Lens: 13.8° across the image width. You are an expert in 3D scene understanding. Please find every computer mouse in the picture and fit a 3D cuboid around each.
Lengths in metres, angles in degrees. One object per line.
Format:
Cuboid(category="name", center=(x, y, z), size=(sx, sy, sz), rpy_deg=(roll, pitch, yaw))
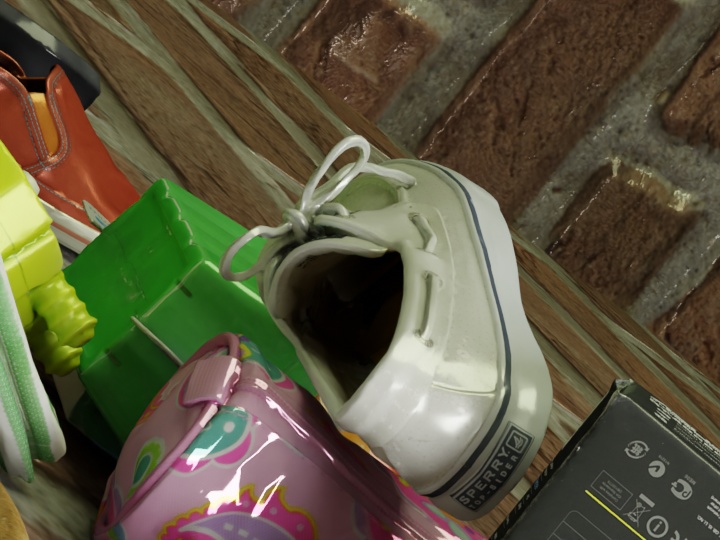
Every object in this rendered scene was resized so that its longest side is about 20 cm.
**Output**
Cuboid(category="computer mouse", center=(-0.186, -0.101, 1.480), size=(0.138, 0.053, 0.200), rpy_deg=(38, -5, -20))

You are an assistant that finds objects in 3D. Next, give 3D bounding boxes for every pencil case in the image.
Cuboid(category="pencil case", center=(0.011, 0.105, 0.946), size=(0.200, 0.088, 0.087), rpy_deg=(37, 6, -10))

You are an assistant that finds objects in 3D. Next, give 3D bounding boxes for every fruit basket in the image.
Cuboid(category="fruit basket", center=(-0.028, 0.070, 1.083), size=(0.200, 0.094, 0.185), rpy_deg=(53, 1, -22))

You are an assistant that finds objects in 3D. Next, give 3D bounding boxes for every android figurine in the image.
Cuboid(category="android figurine", center=(-0.154, -0.049, 0.991), size=(0.200, 0.041, 0.182), rpy_deg=(52, -18, 6))

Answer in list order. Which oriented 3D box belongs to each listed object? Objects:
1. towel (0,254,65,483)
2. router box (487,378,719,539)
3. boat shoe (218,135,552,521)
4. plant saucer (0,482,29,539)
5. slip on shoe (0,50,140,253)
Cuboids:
Cuboid(category="towel", center=(-0.163, -0.040, 0.934), size=(0.200, 0.023, 0.153), rpy_deg=(45, -21, 35))
Cuboid(category="router box", center=(0.105, 0.151, 0.862), size=(0.200, 0.150, 0.062), rpy_deg=(40, 6, 6))
Cuboid(category="boat shoe", center=(-0.003, 0.004, 0.951), size=(0.086, 0.075, 0.202), rpy_deg=(32, 18, -21))
Cuboid(category="plant saucer", center=(-0.149, 0.038, 0.733), size=(0.200, 0.036, 0.200), rpy_deg=(38, 7, -5))
Cuboid(category="slip on shoe", center=(-0.146, -0.060, 1.342), size=(0.200, 0.061, 0.074), rpy_deg=(39, 4, -11))
